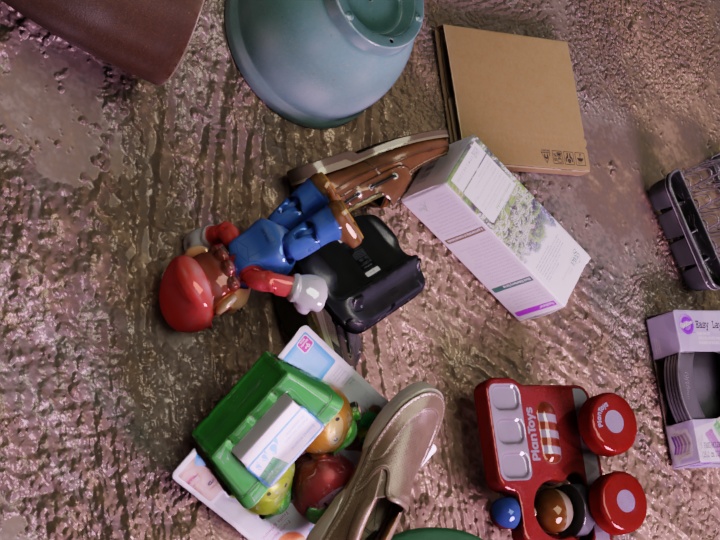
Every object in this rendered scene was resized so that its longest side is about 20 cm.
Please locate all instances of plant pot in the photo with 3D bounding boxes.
[{"bbox_3d":[-0.020,-0.261,1.773,0.200,0.134,0.201,13,68,-35],"label":"plant pot"},{"bbox_3d":[-0.253,-0.286,1.585,0.199,0.187,0.188,14,66,-19],"label":"plant pot"}]

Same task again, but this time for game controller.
[{"bbox_3d":[0.000,0.000,1.722,0.104,0.042,0.200,43,24,8],"label":"game controller"}]

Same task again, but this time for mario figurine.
[{"bbox_3d":[-0.096,-0.004,1.628,0.200,0.123,0.106,-31,109,0],"label":"mario figurine"}]

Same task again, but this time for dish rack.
[{"bbox_3d":[0.443,-0.068,2.135,0.200,0.054,0.154,-25,92,-41],"label":"dish rack"}]

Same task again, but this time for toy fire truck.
[{"bbox_3d":[0.197,0.213,1.811,0.167,0.112,0.201,3,73,-32],"label":"toy fire truck"}]

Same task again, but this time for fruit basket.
[{"bbox_3d":[-0.047,0.179,1.604,0.185,0.094,0.200,-47,113,-4],"label":"fruit basket"}]

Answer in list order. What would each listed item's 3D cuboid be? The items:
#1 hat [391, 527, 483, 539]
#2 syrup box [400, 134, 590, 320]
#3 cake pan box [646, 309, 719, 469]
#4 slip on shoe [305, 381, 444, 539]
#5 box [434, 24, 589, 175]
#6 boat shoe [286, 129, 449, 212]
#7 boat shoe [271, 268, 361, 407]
[{"bbox_3d":[0.083,0.349,1.734,0.199,0.176,0.166,0,74,0],"label":"hat"},{"bbox_3d":[0.148,-0.044,1.871,0.200,0.081,0.079,45,55,-19],"label":"syrup box"},{"bbox_3d":[0.430,0.139,2.059,0.200,0.052,0.185,4,71,-38],"label":"cake pan box"},{"bbox_3d":[0.024,0.198,1.587,0.200,0.061,0.076,-55,135,-6],"label":"slip on shoe"},{"bbox_3d":[0.175,-0.193,1.981,0.200,0.021,0.164,1,75,-38],"label":"box"},{"bbox_3d":[0.014,-0.095,1.795,0.200,0.072,0.068,-19,92,-31],"label":"boat shoe"},{"bbox_3d":[-0.029,0.076,1.697,0.066,0.072,0.201,-11,78,-35],"label":"boat shoe"}]
